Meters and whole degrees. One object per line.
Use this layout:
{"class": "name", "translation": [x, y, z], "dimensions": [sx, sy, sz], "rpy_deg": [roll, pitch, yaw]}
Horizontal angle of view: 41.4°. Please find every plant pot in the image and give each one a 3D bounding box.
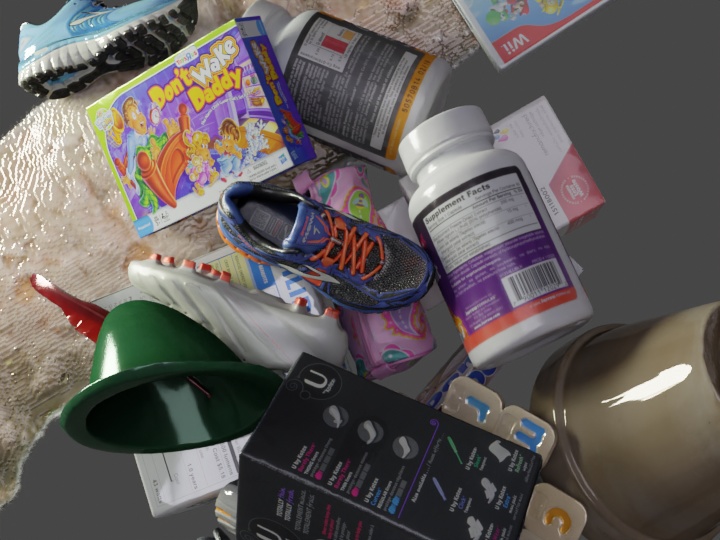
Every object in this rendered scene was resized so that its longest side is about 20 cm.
{"class": "plant pot", "translation": [0.261, 0.114, 0.765], "dimensions": [0.196, 0.174, 0.204], "rpy_deg": [11, 59, -20]}

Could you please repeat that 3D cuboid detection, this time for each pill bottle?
{"class": "pill bottle", "translation": [-0.021, -0.177, 0.905], "dimensions": [0.197, 0.116, 0.118], "rpy_deg": [24, 84, 8]}
{"class": "pill bottle", "translation": [0.106, -0.030, 0.803], "dimensions": [0.110, 0.112, 0.203], "rpy_deg": [-23, 76, 2]}

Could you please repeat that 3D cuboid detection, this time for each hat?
{"class": "hat", "translation": [-0.165, 0.035, 0.761], "dimensions": [0.195, 0.167, 0.179], "rpy_deg": [-3, 60, -16]}

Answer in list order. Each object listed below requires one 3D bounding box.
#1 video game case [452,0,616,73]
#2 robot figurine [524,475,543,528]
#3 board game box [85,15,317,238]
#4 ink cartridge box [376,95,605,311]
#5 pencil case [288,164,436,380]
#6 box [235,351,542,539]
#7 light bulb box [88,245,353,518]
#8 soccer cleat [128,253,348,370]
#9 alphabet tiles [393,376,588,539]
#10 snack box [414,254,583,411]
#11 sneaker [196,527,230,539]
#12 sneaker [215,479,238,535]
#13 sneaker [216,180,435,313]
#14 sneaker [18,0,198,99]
{"class": "video game case", "translation": [0.147, -0.319, 0.959], "dimensions": [0.141, 0.017, 0.202], "rpy_deg": [-31, 80, 0]}
{"class": "robot figurine", "translation": [0.112, 0.227, 0.835], "dimensions": [0.167, 0.112, 0.205], "rpy_deg": [-9, 80, 33]}
{"class": "board game box", "translation": [-0.152, -0.129, 0.888], "dimensions": [0.197, 0.045, 0.137], "rpy_deg": [-21, 95, 31]}
{"class": "ink cartridge box", "translation": [0.114, -0.058, 0.899], "dimensions": [0.197, 0.068, 0.118], "rpy_deg": [-30, 80, 1]}
{"class": "pencil case", "translation": [0.000, 0.000, 0.891], "dimensions": [0.086, 0.087, 0.204], "rpy_deg": [-22, 83, 2]}
{"class": "box", "translation": [0.017, 0.168, 0.701], "dimensions": [0.197, 0.124, 0.107], "rpy_deg": [22, 46, 11]}
{"class": "light bulb box", "translation": [-0.112, 0.092, 0.871], "dimensions": [0.196, 0.125, 0.202], "rpy_deg": [-21, 80, 1]}
{"class": "soccer cleat", "translation": [-0.106, 0.044, 0.783], "dimensions": [0.196, 0.069, 0.079], "rpy_deg": [19, 90, 7]}
{"class": "alphabet tiles", "translation": [0.080, 0.197, 0.783], "dimensions": [0.193, 0.015, 0.203], "rpy_deg": [27, 95, 25]}
{"class": "snack box", "translation": [0.122, 0.066, 0.877], "dimensions": [0.024, 0.072, 0.201], "rpy_deg": [41, 87, -10]}
{"class": "sneaker", "translation": [-0.109, 0.274, 0.817], "dimensions": [0.075, 0.201, 0.114], "rpy_deg": [-35, 73, -32]}
{"class": "sneaker", "translation": [-0.052, 0.218, 0.830], "dimensions": [0.077, 0.200, 0.078], "rpy_deg": [17, 71, 40]}
{"class": "sneaker", "translation": [-0.034, -0.020, 0.779], "dimensions": [0.196, 0.079, 0.077], "rpy_deg": [17, 80, 8]}
{"class": "sneaker", "translation": [-0.261, -0.250, 0.961], "dimensions": [0.196, 0.078, 0.092], "rpy_deg": [-19, 77, 2]}
